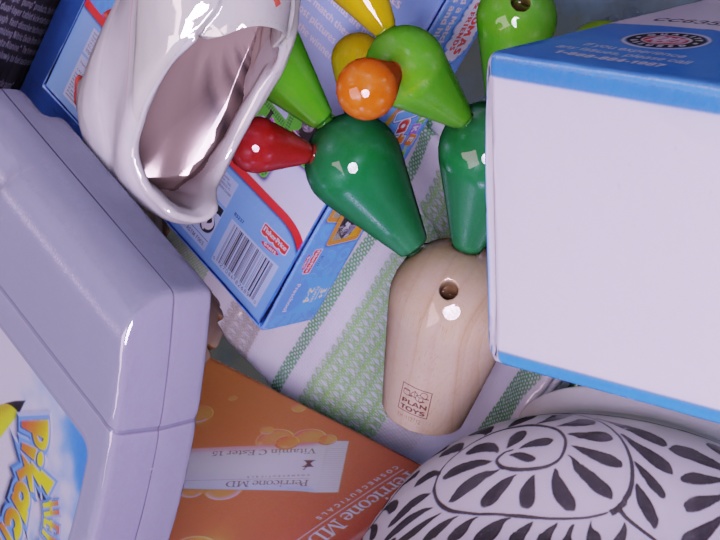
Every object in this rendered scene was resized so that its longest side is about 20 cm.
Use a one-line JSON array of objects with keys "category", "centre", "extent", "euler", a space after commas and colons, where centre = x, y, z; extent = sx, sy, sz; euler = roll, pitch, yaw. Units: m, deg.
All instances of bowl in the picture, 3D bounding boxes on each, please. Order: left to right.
[{"category": "bowl", "centre": [0.086, 0.100, 0.712], "extent": [0.200, 0.200, 0.095], "euler": [-25, 43, 49]}]

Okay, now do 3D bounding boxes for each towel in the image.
[{"category": "towel", "centre": [0.000, 0.000, 0.816], "extent": [0.200, 0.031, 0.150], "euler": [46, 121, 24]}]

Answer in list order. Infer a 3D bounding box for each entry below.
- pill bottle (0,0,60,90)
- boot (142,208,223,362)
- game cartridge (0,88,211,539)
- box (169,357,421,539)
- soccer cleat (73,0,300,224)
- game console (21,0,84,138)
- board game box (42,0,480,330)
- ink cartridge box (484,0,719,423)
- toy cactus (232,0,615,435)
[{"category": "pill bottle", "centre": [-0.187, -0.107, 0.889], "extent": [0.106, 0.106, 0.201], "euler": [30, 97, 36]}, {"category": "boot", "centre": [-0.127, -0.024, 0.820], "extent": [0.107, 0.075, 0.200], "euler": [46, 174, -27]}, {"category": "game cartridge", "centre": [-0.112, 0.059, 0.698], "extent": [0.133, 0.040, 0.201], "euler": [43, 127, 33]}, {"category": "box", "centre": [-0.074, 0.111, 0.817], "extent": [0.199, 0.124, 0.098], "euler": [23, 131, 40]}, {"category": "soccer cleat", "centre": [-0.040, -0.111, 0.653], "extent": [0.078, 0.069, 0.202], "euler": [45, 126, 49]}, {"category": "game console", "centre": [-0.157, -0.033, 0.938], "extent": [0.201, 0.175, 0.117], "euler": [55, 166, 16]}, {"category": "board game box", "centre": [-0.029, -0.104, 0.790], "extent": [0.151, 0.036, 0.201], "euler": [46, 122, 26]}, {"category": "ink cartridge box", "centre": [0.149, -0.025, 0.536], "extent": [0.146, 0.199, 0.087], "euler": [14, 114, 43]}, {"category": "toy cactus", "centre": [0.041, -0.015, 0.704], "extent": [0.198, 0.102, 0.166], "euler": [15, 120, 2]}]
